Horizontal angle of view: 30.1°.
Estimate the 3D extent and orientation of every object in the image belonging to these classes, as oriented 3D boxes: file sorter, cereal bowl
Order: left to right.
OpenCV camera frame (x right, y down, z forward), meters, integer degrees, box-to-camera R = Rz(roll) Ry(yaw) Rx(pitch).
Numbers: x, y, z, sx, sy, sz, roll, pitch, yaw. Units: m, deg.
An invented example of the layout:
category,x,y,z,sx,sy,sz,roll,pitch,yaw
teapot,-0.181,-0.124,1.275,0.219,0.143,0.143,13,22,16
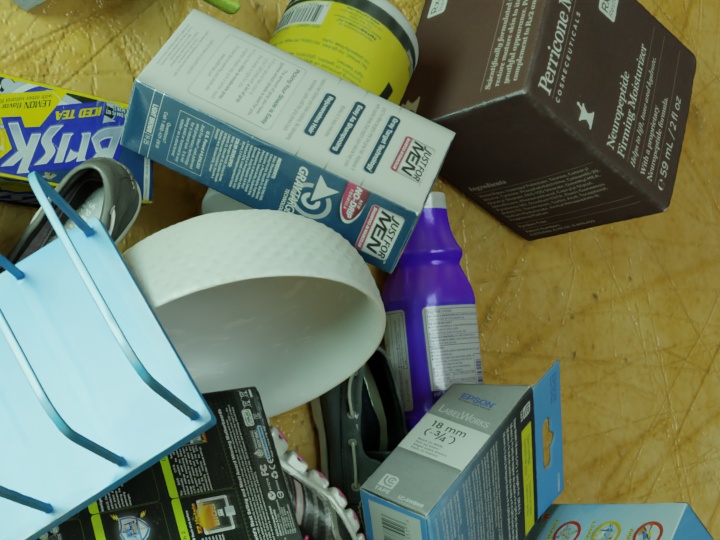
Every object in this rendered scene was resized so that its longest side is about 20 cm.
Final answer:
category,x,y,z,sx,sy,sz,roll,pitch,yaw
file sorter,-0.202,0.064,0.687,0.199,0.123,0.139,-32,73,-4
cereal bowl,-0.088,0.024,0.855,0.199,0.200,0.084,10,49,-41

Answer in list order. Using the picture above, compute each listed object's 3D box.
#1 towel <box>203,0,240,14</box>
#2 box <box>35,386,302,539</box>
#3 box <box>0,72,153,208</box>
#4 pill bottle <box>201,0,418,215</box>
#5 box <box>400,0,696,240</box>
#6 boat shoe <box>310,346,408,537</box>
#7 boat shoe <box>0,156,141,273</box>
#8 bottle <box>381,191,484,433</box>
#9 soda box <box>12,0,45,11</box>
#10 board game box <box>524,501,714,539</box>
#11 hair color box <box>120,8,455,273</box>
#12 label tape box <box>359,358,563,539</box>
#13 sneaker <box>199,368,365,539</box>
category,x,y,z,sx,sy,sz,roll,pitch,yaw
towel,-0.165,-0.269,0.937,0.200,0.023,0.144,36,24,-34
box,-0.121,0.177,0.786,0.192,0.047,0.201,-7,69,-35
box,-0.232,-0.085,0.866,0.199,0.064,0.071,9,76,-41
pill bottle,-0.038,-0.109,1.013,0.114,0.114,0.201,40,58,-30
box,0.160,-0.152,1.167,0.199,0.164,0.167,32,62,-34
boat shoe,0.011,0.150,1.047,0.073,0.062,0.202,-17,95,-46
boat shoe,-0.205,0.016,0.830,0.067,0.057,0.201,30,88,6
bottle,0.057,0.037,1.106,0.083,0.065,0.202,-1,83,-48
soda box,-0.267,-0.260,0.865,0.200,0.063,0.069,37,59,-32
board game box,0.160,0.280,1.070,0.056,0.195,0.200,51,54,-23
hair color box,-0.047,-0.087,0.888,0.199,0.061,0.100,25,43,1
label tape box,0.084,0.171,1.042,0.200,0.063,0.145,-43,137,-41
sneaker,-0.076,0.167,0.959,0.200,0.074,0.088,52,52,-17
